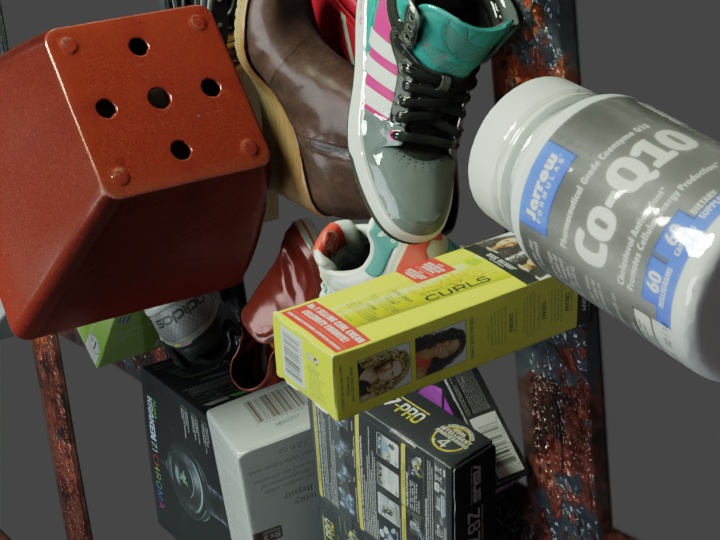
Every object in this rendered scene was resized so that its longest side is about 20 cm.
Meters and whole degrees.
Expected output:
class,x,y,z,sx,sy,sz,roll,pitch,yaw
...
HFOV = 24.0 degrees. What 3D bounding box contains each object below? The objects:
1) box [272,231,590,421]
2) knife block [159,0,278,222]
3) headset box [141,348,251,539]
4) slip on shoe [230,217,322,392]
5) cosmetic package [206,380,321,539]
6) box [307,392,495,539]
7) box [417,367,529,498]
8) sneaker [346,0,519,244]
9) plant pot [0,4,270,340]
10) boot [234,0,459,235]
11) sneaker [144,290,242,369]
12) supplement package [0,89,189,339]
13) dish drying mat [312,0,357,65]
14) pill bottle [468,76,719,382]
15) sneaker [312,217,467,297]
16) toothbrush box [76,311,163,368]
class,x,y,z,sx,sy,sz,roll,pitch,yaw
box,0.048,0.030,1.078,0.075,0.200,0.050,34,136,50
knife block,-0.105,-0.146,1.372,0.176,0.064,0.200,-34,74,65
headset box,-0.105,0.185,1.529,0.200,0.093,0.174,30,130,50
slip on shoe,-0.066,0.036,1.417,0.074,0.061,0.200,57,146,29
cosmetic package,-0.055,0.189,1.380,0.074,0.102,0.200,47,153,51
box,0.030,0.178,1.264,0.161,0.049,0.200,29,135,40
box,0.045,0.131,1.303,0.143,0.036,0.200,63,151,17
sneaker,0.051,-0.124,1.093,0.121,0.084,0.200,155,114,-64
plant pot,-0.176,-0.089,1.265,0.176,0.200,0.200,-41,68,57
boot,-0.003,-0.128,1.210,0.166,0.072,0.200,13,120,34
sneaker,-0.147,0.044,1.498,0.088,0.074,0.200,59,179,1
supplement package,-0.252,-0.054,1.442,0.200,0.152,0.151,-39,69,52
dish drying mat,-0.036,-0.203,1.285,0.200,0.018,0.077,53,146,31
pill bottle,0.157,-0.031,0.950,0.200,0.114,0.114,37,135,46
sneaker,0.000,0.000,1.232,0.093,0.070,0.200,34,155,-16
toothbrush box,-0.232,-0.024,1.646,0.146,0.086,0.200,59,146,22
